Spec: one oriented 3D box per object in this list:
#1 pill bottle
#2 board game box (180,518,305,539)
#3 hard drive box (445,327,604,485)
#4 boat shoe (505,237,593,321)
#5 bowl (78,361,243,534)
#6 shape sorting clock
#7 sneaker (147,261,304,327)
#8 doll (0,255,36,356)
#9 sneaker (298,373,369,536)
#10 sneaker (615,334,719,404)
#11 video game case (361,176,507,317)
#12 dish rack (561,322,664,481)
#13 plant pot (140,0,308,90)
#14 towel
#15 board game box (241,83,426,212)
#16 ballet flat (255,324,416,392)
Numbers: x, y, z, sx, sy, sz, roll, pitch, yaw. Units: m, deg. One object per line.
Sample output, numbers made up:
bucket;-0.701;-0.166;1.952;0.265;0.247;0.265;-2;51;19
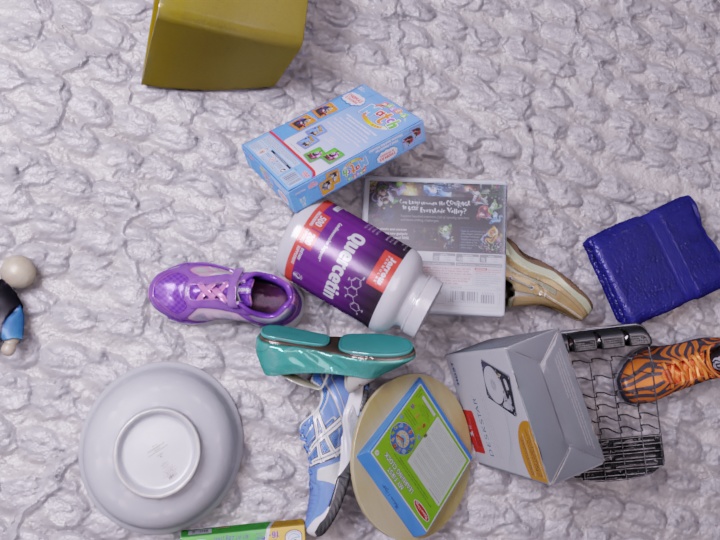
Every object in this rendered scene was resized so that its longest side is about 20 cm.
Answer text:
pill bottle;0.000;0.000;0.824;0.198;0.113;0.114;29;75;9
board game box;-0.136;0.410;0.783;0.150;0.040;0.205;-1;81;-13
hard drive box;0.193;0.164;0.817;0.075;0.200;0.159;-16;84;-14
boat shoe;0.224;0.022;0.919;0.198;0.072;0.077;33;79;6
bowl;-0.234;0.208;0.769;0.197;0.090;0.206;2;80;-12
shape sorting clock;0.067;0.234;0.836;0.197;0.039;0.205;9;76;-39
sneaker;-0.162;0.028;0.816;0.196;0.088;0.082;6;81;-11
doll;-0.460;0.059;0.763;0.136;0.048;0.200;43;75;-4
sneaker;-0.044;0.223;0.825;0.075;0.076;0.204;13;68;-4
sneaker;0.463;0.132;0.929;0.197;0.112;0.079;-20;85;-14
video game case;0.097;-0.034;0.891;0.195;0.023;0.186;3;80;6
dish rack;0.332;0.181;0.902;0.150;0.055;0.205;-7;87;10
plant pot;-0.165;-0.341;0.832;0.173;0.199;0.205;10;78;-23
towel;0.440;-0.012;0.985;0.197;0.050;0.150;-21;79;-15
board game box;-0.037;-0.166;0.856;0.198;0.151;0.037;-31;133;-14
ballet flat;-0.031;0.111;0.805;0.195;0.067;0.072;5;109;5
